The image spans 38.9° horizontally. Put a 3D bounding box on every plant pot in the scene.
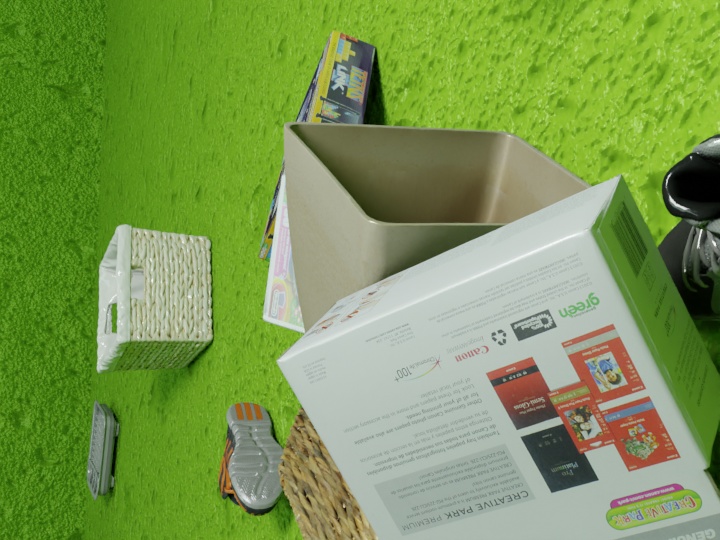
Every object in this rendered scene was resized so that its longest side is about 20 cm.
[{"bbox_3d":[0.053,0.012,0.739,0.200,0.196,0.180,-130,43,-58],"label":"plant pot"}]

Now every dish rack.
[{"bbox_3d":[-0.596,0.413,2.364,0.171,0.043,0.204,-162,77,-67],"label":"dish rack"}]

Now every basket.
[{"bbox_3d":[0.039,0.169,0.809,0.145,0.147,0.200,-69,26,20],"label":"basket"},{"bbox_3d":[-0.346,0.055,1.696,0.200,0.158,0.202,140,130,-58],"label":"basket"}]

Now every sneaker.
[{"bbox_3d":[-0.137,0.266,1.294,0.201,0.076,0.114,-108,26,-62],"label":"sneaker"},{"bbox_3d":[0.185,-0.029,0.523,0.200,0.113,0.076,141,130,-59],"label":"sneaker"}]

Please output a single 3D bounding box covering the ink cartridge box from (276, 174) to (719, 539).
[{"bbox_3d":[0.084,0.076,0.555,0.198,0.084,0.178,-23,100,32],"label":"ink cartridge box"}]

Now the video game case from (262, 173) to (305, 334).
[{"bbox_3d":[0.000,0.000,0.935,0.197,0.018,0.146,15,101,31],"label":"video game case"}]

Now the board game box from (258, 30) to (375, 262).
[{"bbox_3d":[-0.045,-0.127,1.082,0.166,0.056,0.202,120,165,-44],"label":"board game box"}]
